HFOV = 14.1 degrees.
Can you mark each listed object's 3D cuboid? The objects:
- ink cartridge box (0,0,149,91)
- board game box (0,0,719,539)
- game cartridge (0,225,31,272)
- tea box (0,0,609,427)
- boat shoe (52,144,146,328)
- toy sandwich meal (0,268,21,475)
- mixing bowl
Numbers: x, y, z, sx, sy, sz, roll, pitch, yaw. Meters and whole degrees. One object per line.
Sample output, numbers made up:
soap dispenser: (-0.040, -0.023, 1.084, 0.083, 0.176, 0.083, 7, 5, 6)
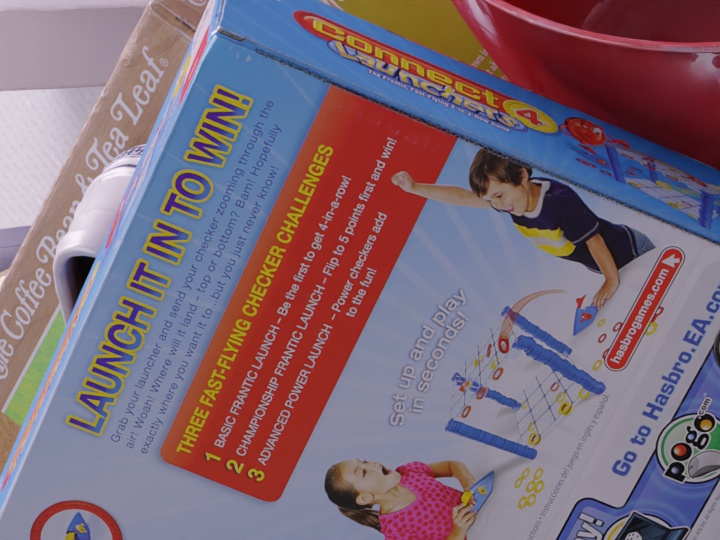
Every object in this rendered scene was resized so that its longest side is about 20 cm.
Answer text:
ink cartridge box: (-0.161, -0.148, 1.220, 0.200, 0.128, 0.126, 25, 118, 60)
board game box: (0.011, 0.040, 0.849, 0.056, 0.195, 0.200, -86, 21, -64)
game cartridge: (-0.167, 0.069, 1.309, 0.040, 0.133, 0.200, 51, 135, 41)
tea box: (0.000, 0.000, 0.990, 0.197, 0.134, 0.200, 36, 133, 4)
boat shoe: (-0.055, 0.060, 0.929, 0.073, 0.065, 0.200, -2, 121, 32)
toy sandwich meal: (-0.106, 0.087, 1.177, 0.204, 0.070, 0.206, 0, 89, 8)
mixing bowl: (0.112, -0.099, 0.895, 0.200, 0.200, 0.109, 43, 156, 37)
